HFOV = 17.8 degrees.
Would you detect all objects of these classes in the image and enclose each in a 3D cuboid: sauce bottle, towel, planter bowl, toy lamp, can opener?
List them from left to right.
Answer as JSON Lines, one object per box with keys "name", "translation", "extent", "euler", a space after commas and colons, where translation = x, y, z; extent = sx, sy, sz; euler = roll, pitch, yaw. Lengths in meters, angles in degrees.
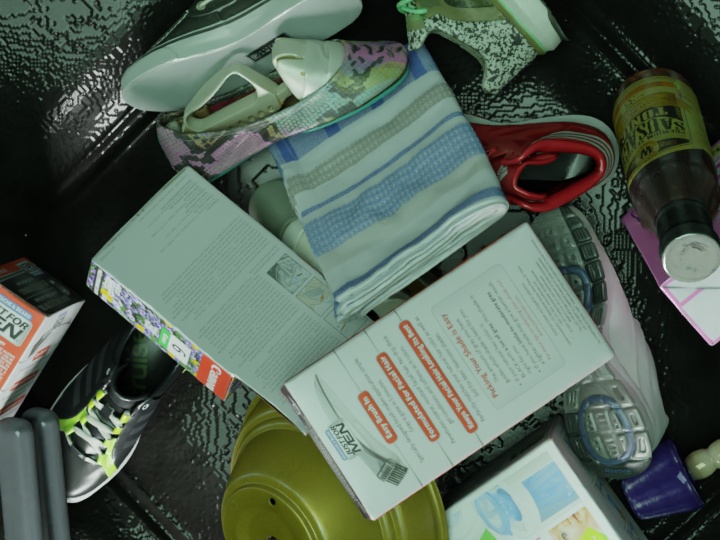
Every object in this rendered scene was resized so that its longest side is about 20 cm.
{"name": "can opener", "translation": [-0.251, 0.201, 1.732], "extent": [0.066, 0.053, 0.201], "euler": [13, 112, 35]}
{"name": "planter bowl", "translation": [-0.040, 0.181, 1.657], "extent": [0.200, 0.083, 0.201], "euler": [20, 122, 36]}
{"name": "towel", "translation": [0.015, -0.068, 1.636], "extent": [0.147, 0.200, 0.024], "euler": [-34, 135, 11]}
{"name": "sauce bottle", "translation": [0.215, -0.066, 1.584], "extent": [0.066, 0.200, 0.066], "euler": [-2, 124, -2]}
{"name": "toy lamp", "translation": [0.283, 0.123, 1.666], "extent": [0.200, 0.058, 0.058], "euler": [-28, 92, 11]}

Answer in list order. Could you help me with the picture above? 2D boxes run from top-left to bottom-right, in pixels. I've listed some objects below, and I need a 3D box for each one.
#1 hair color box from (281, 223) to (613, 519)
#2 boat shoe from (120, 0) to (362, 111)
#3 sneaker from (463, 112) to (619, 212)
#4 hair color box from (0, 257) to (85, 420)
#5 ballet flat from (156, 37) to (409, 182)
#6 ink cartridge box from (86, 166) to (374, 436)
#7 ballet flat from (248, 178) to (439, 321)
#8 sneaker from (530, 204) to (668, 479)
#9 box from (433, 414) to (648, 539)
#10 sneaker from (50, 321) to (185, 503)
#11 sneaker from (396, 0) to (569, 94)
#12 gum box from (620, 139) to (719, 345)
{"name": "hair color box", "translation": [0.058, 0.069, 1.574], "extent": [0.200, 0.064, 0.111], "euler": [-33, 88, -8]}
{"name": "boat shoe", "translation": [-0.090, -0.180, 1.690], "extent": [0.199, 0.071, 0.064], "euler": [-24, 60, 18]}
{"name": "sneaker", "translation": [0.082, -0.075, 1.644], "extent": [0.199, 0.116, 0.079], "euler": [-11, 95, 9]}
{"name": "hair color box", "translation": [-0.293, 0.094, 1.721], "extent": [0.064, 0.111, 0.200], "euler": [34, 99, 3]}
{"name": "ballet flat", "translation": [-0.063, -0.127, 1.671], "extent": [0.200, 0.069, 0.071], "euler": [-25, 124, 21]}
{"name": "ink cartridge box", "translation": [-0.087, 0.029, 1.657], "extent": [0.200, 0.050, 0.109], "euler": [39, 63, 8]}
{"name": "ballet flat", "translation": [0.000, 0.000, 1.689], "extent": [0.200, 0.064, 0.068], "euler": [34, 111, 3]}
{"name": "sneaker", "translation": [0.168, 0.047, 1.662], "extent": [0.074, 0.087, 0.201], "euler": [-12, 98, 29]}
{"name": "box", "translation": [0.155, 0.223, 1.673], "extent": [0.112, 0.101, 0.200], "euler": [-36, 90, 11]}
{"name": "sneaker", "translation": [-0.184, 0.089, 1.718], "extent": [0.072, 0.083, 0.200], "euler": [36, 100, 4]}
{"name": "sneaker", "translation": [0.051, -0.202, 1.651], "extent": [0.200, 0.077, 0.089], "euler": [40, 91, 3]}
{"name": "gum box", "translation": [0.290, -0.054, 1.609], "extent": [0.200, 0.114, 0.066], "euler": [-39, 115, 11]}
